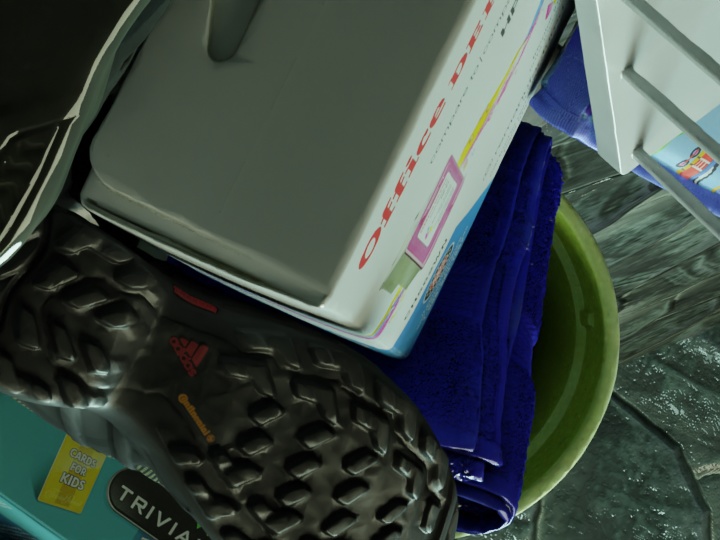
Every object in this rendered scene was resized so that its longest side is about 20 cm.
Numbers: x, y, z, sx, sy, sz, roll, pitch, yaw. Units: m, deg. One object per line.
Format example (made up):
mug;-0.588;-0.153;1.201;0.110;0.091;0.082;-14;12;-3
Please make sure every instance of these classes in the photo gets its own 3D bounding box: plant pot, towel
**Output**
plant pot;0.026;0.027;1.361;0.200;0.201;0.184;-24;-177;1
towel;0.000;0.000;0.975;0.200;0.147;0.050;-77;-176;-49

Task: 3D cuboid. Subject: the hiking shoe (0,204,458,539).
hiking shoe;-0.054;0.032;0.815;0.076;0.200;0.101;-53;-157;-1

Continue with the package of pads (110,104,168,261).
package of pads;-0.114;0.039;1.081;0.200;0.155;0.068;-31;171;40

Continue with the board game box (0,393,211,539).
board game box;-0.075;0.103;0.952;0.047;0.200;0.151;-57;-162;-14

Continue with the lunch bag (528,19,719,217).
lunch bag;0.136;-0.103;0.956;0.151;0.094;0.200;-58;160;7

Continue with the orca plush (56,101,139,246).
orca plush;-0.091;-0.055;0.854;0.071;0.105;0.200;-60;148;-1

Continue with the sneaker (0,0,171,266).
sneaker;-0.068;-0.101;0.665;0.200;0.076;0.114;-56;-161;23

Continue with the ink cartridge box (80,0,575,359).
ink cartridge box;-0.002;-0.057;0.826;0.145;0.084;0.200;-65;169;-2

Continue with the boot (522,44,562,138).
boot;0.000;-0.055;1.166;0.200;0.070;0.132;-37;166;12

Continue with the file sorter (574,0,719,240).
file sorter;0.155;-0.094;0.797;0.139;0.125;0.200;-37;149;-12
